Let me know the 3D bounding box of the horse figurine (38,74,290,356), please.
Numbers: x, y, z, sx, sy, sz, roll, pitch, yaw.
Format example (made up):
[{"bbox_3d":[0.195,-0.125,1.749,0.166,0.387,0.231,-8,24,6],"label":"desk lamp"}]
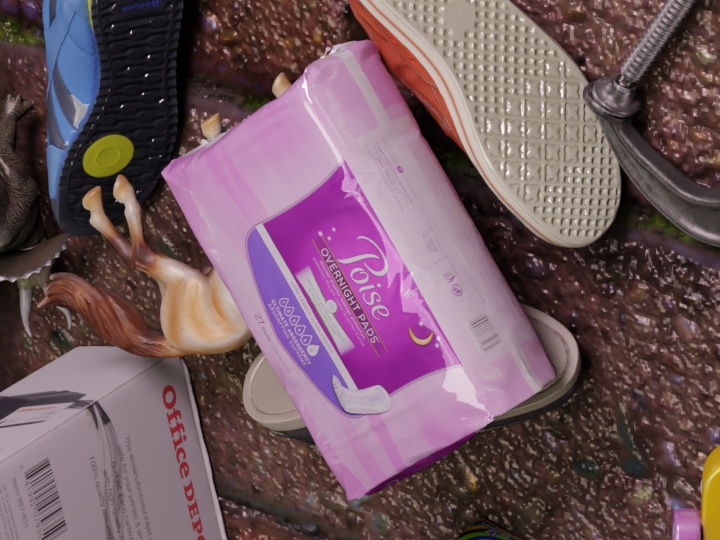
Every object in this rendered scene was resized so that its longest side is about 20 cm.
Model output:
[{"bbox_3d":[-0.069,-0.009,1.536,0.199,0.050,0.133,-30,96,20],"label":"horse figurine"}]

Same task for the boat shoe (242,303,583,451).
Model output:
[{"bbox_3d":[0.036,0.061,1.530,0.199,0.073,0.063,-7,149,31],"label":"boat shoe"}]

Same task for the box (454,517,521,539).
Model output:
[{"bbox_3d":[0.123,0.214,1.521,0.199,0.064,0.070,28,124,21],"label":"box"}]

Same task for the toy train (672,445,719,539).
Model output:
[{"bbox_3d":[0.237,0.111,1.409,0.149,0.056,0.201,25,115,-9],"label":"toy train"}]

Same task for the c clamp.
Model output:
[{"bbox_3d":[0.171,-0.113,1.370,0.170,0.027,0.201,34,124,11],"label":"c clamp"}]

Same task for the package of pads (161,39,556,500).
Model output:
[{"bbox_3d":[0.000,0.000,1.434,0.120,0.076,0.201,-32,86,39],"label":"package of pads"}]

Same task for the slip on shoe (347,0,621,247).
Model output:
[{"bbox_3d":[0.057,-0.096,1.435,0.200,0.074,0.061,50,164,-2],"label":"slip on shoe"}]

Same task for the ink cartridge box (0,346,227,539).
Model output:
[{"bbox_3d":[-0.173,0.145,1.604,0.083,0.200,0.146,1,111,36],"label":"ink cartridge box"}]

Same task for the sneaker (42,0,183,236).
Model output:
[{"bbox_3d":[-0.140,-0.113,1.565,0.079,0.066,0.201,54,144,41],"label":"sneaker"}]

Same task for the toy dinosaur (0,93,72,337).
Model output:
[{"bbox_3d":[-0.229,-0.046,1.596,0.077,0.199,0.103,-29,52,43],"label":"toy dinosaur"}]
